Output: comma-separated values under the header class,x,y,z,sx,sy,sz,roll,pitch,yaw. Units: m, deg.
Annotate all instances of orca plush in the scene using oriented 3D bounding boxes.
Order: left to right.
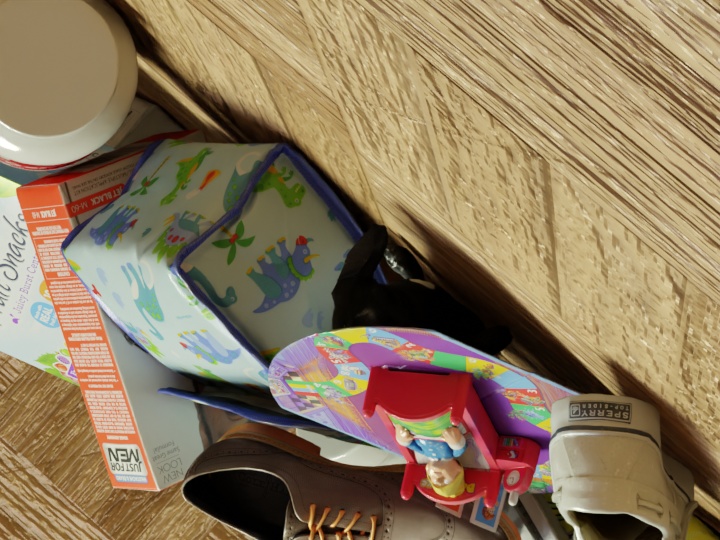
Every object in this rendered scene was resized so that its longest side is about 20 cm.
class,x,y,z,sx,sy,sz,roll,pitch,yaw
orca plush,0.046,0.024,1.502,0.200,0.071,0.105,57,-151,-57

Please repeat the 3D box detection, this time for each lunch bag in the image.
class,x,y,z,sx,sy,sz,roll,pitch,yaw
lunch bag,-0.057,0.028,1.630,0.200,0.127,0.170,48,162,-24

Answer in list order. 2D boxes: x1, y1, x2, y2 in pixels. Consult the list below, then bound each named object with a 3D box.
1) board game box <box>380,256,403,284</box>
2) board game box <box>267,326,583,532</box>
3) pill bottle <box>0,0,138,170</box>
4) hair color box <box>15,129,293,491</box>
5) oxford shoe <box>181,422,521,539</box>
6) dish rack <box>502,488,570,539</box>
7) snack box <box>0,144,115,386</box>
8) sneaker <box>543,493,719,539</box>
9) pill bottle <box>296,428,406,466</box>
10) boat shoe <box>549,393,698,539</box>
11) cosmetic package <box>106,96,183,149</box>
class,x,y,z,sx,sy,sz,roll,pitch,yaw
board game box,0.000,0.000,1.704,0.200,0.030,0.096,39,174,6
board game box,0.046,0.091,1.456,0.200,0.039,0.158,23,153,-21
pill bottle,-0.191,-0.117,1.663,0.112,0.112,0.200,42,175,-6
hair color box,-0.126,0.024,1.725,0.064,0.111,0.200,-1,109,56
oxford shoe,-0.007,0.144,1.560,0.200,0.071,0.073,13,-162,22
dish rack,0.077,0.212,1.605,0.200,0.172,0.044,59,-145,0
snack box,-0.214,-0.015,1.896,0.168,0.068,0.200,24,142,-4
sneaker,0.138,0.141,1.586,0.076,0.075,0.200,45,173,-38
pill bottle,0.050,0.133,1.866,0.200,0.112,0.112,37,179,-38
boat shoe,0.130,0.129,1.384,0.074,0.086,0.202,2,162,9
cosmetic package,-0.150,-0.029,2.071,0.199,0.123,0.200,44,176,-21
